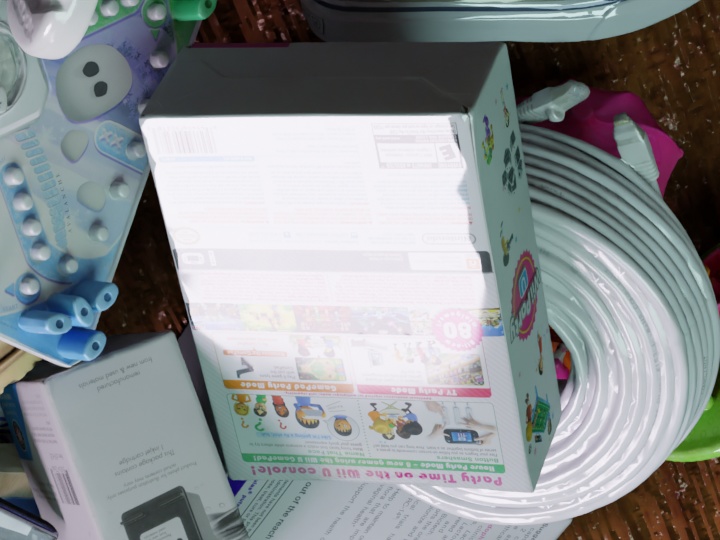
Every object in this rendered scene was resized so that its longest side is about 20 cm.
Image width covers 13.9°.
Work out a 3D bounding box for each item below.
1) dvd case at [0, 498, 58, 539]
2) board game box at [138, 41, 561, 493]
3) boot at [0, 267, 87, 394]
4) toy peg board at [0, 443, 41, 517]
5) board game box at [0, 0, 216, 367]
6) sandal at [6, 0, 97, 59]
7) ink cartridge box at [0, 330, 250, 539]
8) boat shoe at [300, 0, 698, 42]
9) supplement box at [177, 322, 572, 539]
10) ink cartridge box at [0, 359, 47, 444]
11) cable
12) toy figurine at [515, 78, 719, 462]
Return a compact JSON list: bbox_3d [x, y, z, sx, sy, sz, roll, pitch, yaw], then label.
[{"bbox_3d":[-0.253,0.136,1.290,0.200,0.025,0.151,30,91,-24],"label":"dvd case"},{"bbox_3d":[0.000,0.000,1.285,0.147,0.064,0.200,2,125,18],"label":"board game box"},{"bbox_3d":[-0.241,-0.009,1.263,0.175,0.066,0.200,-32,125,13],"label":"boot"},{"bbox_3d":[-0.242,0.177,1.416,0.199,0.098,0.200,4,142,-24],"label":"toy peg board"},{"bbox_3d":[-0.157,-0.084,1.230,0.200,0.026,0.201,27,77,-37],"label":"board game box"},{"bbox_3d":[-0.093,-0.182,1.199,0.050,0.082,0.203,14,105,-31],"label":"sandal"},{"bbox_3d":[-0.094,0.132,1.341,0.067,0.116,0.201,-21,95,-18],"label":"ink cartridge box"},{"bbox_3d":[0.072,-0.143,1.328,0.199,0.072,0.062,-10,134,-12],"label":"boat shoe"},{"bbox_3d":[-0.008,0.104,1.485,0.200,0.101,0.103,18,120,-34],"label":"supplement box"},{"bbox_3d":[-0.229,0.024,1.363,0.199,0.041,0.200,8,125,-28],"label":"ink cartridge box"},{"bbox_3d":[0.068,0.028,1.367,0.200,0.069,0.200,-19,114,30],"label":"cable"},{"bbox_3d":[0.116,-0.009,1.447,0.200,0.150,0.184,-28,124,29],"label":"toy figurine"}]
